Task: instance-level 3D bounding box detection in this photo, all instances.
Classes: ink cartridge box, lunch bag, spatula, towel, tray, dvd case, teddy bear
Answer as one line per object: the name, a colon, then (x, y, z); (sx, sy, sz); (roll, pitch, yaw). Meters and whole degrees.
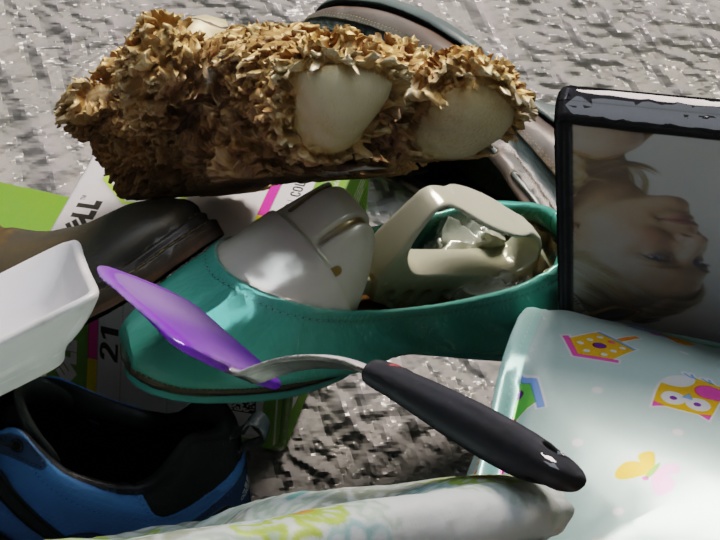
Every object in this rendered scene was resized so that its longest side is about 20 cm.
ink cartridge box: (-0.107, -0.016, 1.086); (0.199, 0.076, 0.148); (11, 35, 7)
lunch bag: (0.116, 0.098, 0.912); (0.170, 0.122, 0.200); (10, 40, 8)
spatula: (-0.008, 0.033, 0.829); (0.200, 0.021, 0.056); (17, -5, 42)
towel: (-0.060, 0.092, 0.778); (0.171, 0.048, 0.200); (-13, -6, 44)
tray: (-0.175, 0.050, 0.887); (0.200, 0.022, 0.107); (-26, 14, -4)
dvd case: (0.140, 0.007, 0.961); (0.142, 0.200, 0.018); (6, 57, 9)
teddy bear: (-0.026, -0.064, 0.952); (0.145, 0.067, 0.200); (-2, -1, -17)

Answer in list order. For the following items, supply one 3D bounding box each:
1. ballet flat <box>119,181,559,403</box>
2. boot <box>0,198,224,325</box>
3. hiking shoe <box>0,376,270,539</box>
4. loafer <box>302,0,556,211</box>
ballet flat: (0.000, 0.000, 0.968); (0.200, 0.071, 0.067); (-5, 33, -41)
boot: (-0.152, -0.011, 0.978); (0.199, 0.097, 0.075); (-22, 3, 16)
hiking shoe: (-0.133, 0.068, 0.951); (0.199, 0.087, 0.074); (4, 34, -2)
loafer: (0.036, -0.058, 1.175); (0.200, 0.072, 0.063); (32, 49, 31)
